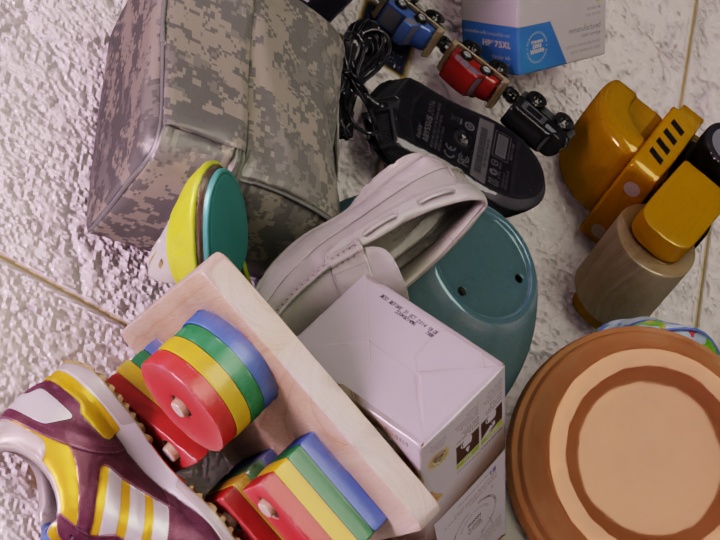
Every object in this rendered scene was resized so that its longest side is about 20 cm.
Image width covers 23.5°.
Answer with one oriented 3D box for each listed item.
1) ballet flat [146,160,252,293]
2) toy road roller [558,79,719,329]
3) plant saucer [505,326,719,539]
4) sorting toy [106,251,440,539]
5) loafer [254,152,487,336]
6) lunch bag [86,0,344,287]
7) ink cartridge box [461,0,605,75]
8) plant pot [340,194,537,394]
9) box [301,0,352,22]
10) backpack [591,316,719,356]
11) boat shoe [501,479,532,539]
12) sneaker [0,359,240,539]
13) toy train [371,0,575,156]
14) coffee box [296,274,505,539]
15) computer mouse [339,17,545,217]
[{"bbox_3d":[-0.100,0.009,1.115,0.066,0.201,0.067,9,51,21],"label":"ballet flat"},{"bbox_3d":[0.220,-0.062,1.417,0.146,0.123,0.200,38,48,6],"label":"toy road roller"},{"bbox_3d":[0.202,0.134,1.219,0.198,0.037,0.202,2,74,-7],"label":"plant saucer"},{"bbox_3d":[-0.073,0.106,1.070,0.070,0.200,0.199,-42,95,-24],"label":"sorting toy"},{"bbox_3d":[0.000,0.000,1.118,0.200,0.070,0.070,-45,138,-19],"label":"loafer"},{"bbox_3d":[-0.087,-0.098,1.188,0.166,0.139,0.202,16,53,-22],"label":"lunch bag"},{"bbox_3d":[0.144,-0.272,1.431,0.116,0.067,0.202,-19,115,-40],"label":"ink cartridge box"},{"bbox_3d":[0.050,0.020,1.236,0.199,0.135,0.202,17,58,-29],"label":"plant pot"},{"bbox_3d":[-0.011,-0.304,1.350,0.104,0.148,0.201,35,50,-15],"label":"box"},{"bbox_3d":[0.218,0.137,1.306,0.161,0.154,0.201,-2,54,-15],"label":"backpack"},{"bbox_3d":[0.086,0.243,1.197,0.074,0.062,0.202,4,63,-32],"label":"boat shoe"},{"bbox_3d":[-0.149,0.156,1.074,0.090,0.075,0.200,-42,94,-25],"label":"sneaker"},{"bbox_3d":[0.087,-0.160,1.397,0.200,0.034,0.046,39,42,4],"label":"toy train"},{"bbox_3d":[0.026,0.113,1.102,0.114,0.201,0.080,33,61,28],"label":"coffee box"},{"bbox_3d":[0.053,-0.101,1.358,0.199,0.053,0.139,31,43,-11],"label":"computer mouse"}]
